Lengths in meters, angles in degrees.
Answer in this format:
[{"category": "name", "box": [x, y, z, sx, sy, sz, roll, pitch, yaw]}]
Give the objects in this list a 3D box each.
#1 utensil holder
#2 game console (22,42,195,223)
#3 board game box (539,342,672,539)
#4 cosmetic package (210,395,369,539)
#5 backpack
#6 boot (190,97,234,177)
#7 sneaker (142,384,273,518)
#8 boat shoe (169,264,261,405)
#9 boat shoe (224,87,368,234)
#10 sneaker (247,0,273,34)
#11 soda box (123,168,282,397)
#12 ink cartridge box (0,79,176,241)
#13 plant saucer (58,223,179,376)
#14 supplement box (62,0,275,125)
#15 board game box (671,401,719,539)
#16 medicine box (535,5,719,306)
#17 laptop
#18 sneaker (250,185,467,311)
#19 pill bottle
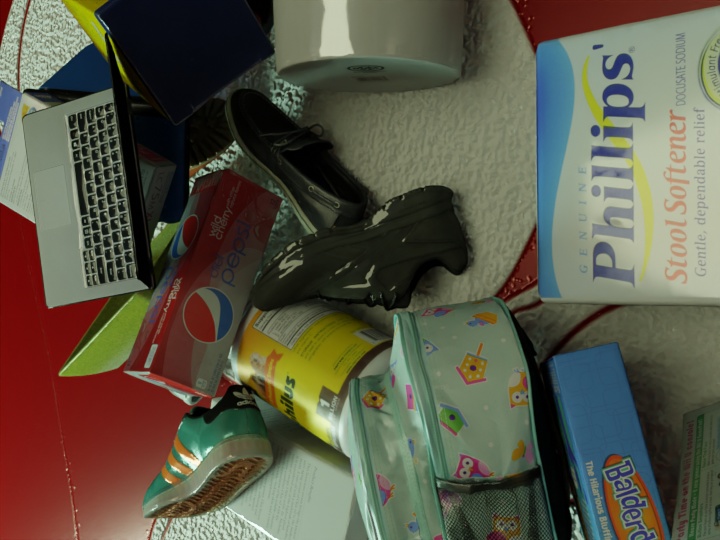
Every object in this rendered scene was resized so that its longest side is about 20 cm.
[{"category": "utensil holder", "box": [0.007, -0.261, 0.668, 0.169, 0.170, 0.201, 2, 93, 39]}, {"category": "game console", "box": [-0.240, -0.152, 0.851, 0.199, 0.118, 0.172, 9, 105, 21]}, {"category": "board game box", "box": [0.170, 0.154, 0.546, 0.045, 0.152, 0.201, -13, 81, 7]}, {"category": "cosmetic package", "box": [-0.065, 0.201, 0.786, 0.199, 0.071, 0.102, 20, 103, 38]}, {"category": "backpack", "box": [0.067, 0.121, 0.588, 0.153, 0.176, 0.201, -3, 97, 1]}, {"category": "boot", "box": [-0.215, -0.126, 0.909, 0.199, 0.107, 0.075, -27, 82, 7]}, {"category": "sneaker", "box": [-0.149, 0.178, 0.772, 0.200, 0.071, 0.080, -40, 49, 37]}, {"category": "boat shoe", "box": [-0.150, 0.065, 0.867, 0.071, 0.070, 0.201, 42, 116, 12]}, {"category": "boat shoe", "box": [-0.059, -0.111, 0.778, 0.200, 0.074, 0.062, 53, 133, 19]}, {"category": "sneaker", "box": [-0.164, -0.275, 0.863, 0.200, 0.077, 0.112, -40, 65, 32]}, {"category": "soda box", "box": [-0.142, 0.011, 0.739, 0.063, 0.070, 0.201, -8, 60, 53]}, {"category": "ink cartridge box", "box": [-0.286, -0.094, 0.796, 0.199, 0.042, 0.120, 28, 110, 12]}, {"category": "plant saucer", "box": [-0.220, 0.015, 0.865, 0.048, 0.200, 0.200, 38, 131, -16]}, {"category": "supplement box", "box": [-0.180, -0.225, 0.715, 0.109, 0.110, 0.200, -39, 37, -9]}, {"category": "board game box", "box": [0.284, 0.113, 0.453, 0.200, 0.148, 0.064, -30, 101, 35]}, {"category": "medicine box", "box": [0.227, -0.068, 0.531, 0.199, 0.103, 0.183, -1, 89, 38]}, {"category": "laptop", "box": [-0.243, -0.071, 0.685, 0.199, 0.116, 0.188, -10, 86, 23]}, {"category": "sneaker", "box": [0.000, 0.000, 0.698, 0.199, 0.076, 0.091, -23, 84, 8]}, {"category": "pill bottle", "box": [-0.043, 0.085, 0.745, 0.200, 0.109, 0.110, 25, 105, 37]}]
